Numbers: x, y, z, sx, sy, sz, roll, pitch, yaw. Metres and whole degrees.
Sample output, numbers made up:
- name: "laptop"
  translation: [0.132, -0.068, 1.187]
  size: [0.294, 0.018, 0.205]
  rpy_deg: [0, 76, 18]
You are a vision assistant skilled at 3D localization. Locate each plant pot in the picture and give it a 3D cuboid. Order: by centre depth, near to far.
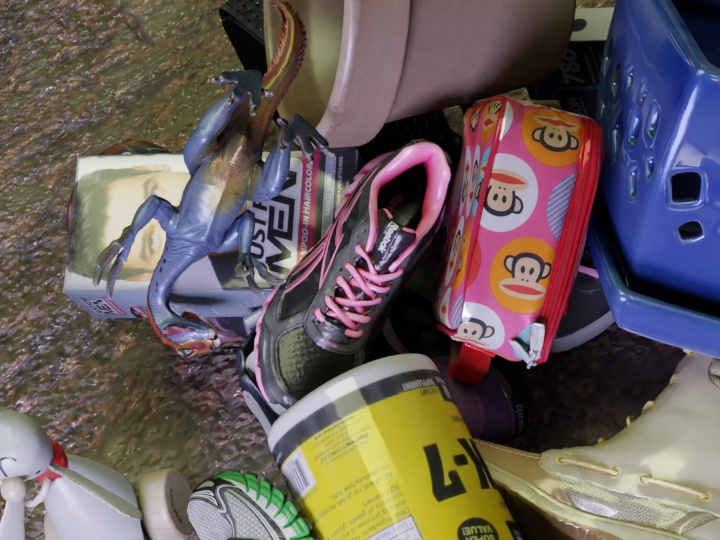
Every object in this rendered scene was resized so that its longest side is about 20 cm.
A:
- name: "plant pot"
  translation: [0.239, -0.053, 1.188]
  size: [0.198, 0.181, 0.200]
  rpy_deg: [14, 26, -11]
- name: "plant pot"
  translation: [0.042, -0.178, 1.284]
  size: [0.173, 0.201, 0.201]
  rpy_deg: [0, 42, -19]

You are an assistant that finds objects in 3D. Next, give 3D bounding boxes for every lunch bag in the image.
- name: "lunch bag"
  translation: [0.089, -0.015, 1.215]
  size: [0.081, 0.200, 0.178]
  rpy_deg: [14, 94, -3]

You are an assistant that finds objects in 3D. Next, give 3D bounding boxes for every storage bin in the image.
- name: "storage bin"
  translation: [-0.005, -0.140, 1.459]
  size: [0.094, 0.136, 0.200]
  rpy_deg: [-38, 46, -12]

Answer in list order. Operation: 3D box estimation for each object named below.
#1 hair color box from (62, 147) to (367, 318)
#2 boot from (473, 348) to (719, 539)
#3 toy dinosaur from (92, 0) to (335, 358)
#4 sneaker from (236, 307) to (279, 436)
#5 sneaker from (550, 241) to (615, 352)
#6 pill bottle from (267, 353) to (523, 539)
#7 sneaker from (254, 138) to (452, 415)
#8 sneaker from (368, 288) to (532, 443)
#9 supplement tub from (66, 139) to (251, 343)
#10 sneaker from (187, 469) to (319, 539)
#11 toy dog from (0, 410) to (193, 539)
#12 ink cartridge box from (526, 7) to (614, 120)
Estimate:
- name: "hair color box"
  translation: [-0.094, -0.024, 1.316]
  size: [0.198, 0.061, 0.100]
  rpy_deg: [-1, 72, 14]
- name: "boot"
  translation: [0.165, 0.108, 1.204]
  size: [0.199, 0.073, 0.156]
  rpy_deg: [16, 59, 33]
- name: "toy dinosaur"
  translation: [-0.082, -0.037, 1.244]
  size: [0.105, 0.182, 0.200]
  rpy_deg: [32, 44, -3]
- name: "sneaker"
  translation: [-0.026, 0.098, 1.260]
  size: [0.079, 0.130, 0.200]
  rpy_deg: [-28, 44, 1]
- name: "sneaker"
  translation: [0.166, -0.042, 1.321]
  size: [0.070, 0.099, 0.200]
  rpy_deg: [25, 65, 36]
- name: "pill bottle"
  translation: [0.035, 0.161, 1.145]
  size: [0.114, 0.114, 0.201]
  rpy_deg: [-27, 73, 0]
- name: "sneaker"
  translation: [0.000, 0.000, 1.208]
  size: [0.079, 0.095, 0.201]
  rpy_deg: [30, 70, -8]
- name: "sneaker"
  translation: [0.051, 0.060, 1.319]
  size: [0.087, 0.076, 0.200]
  rpy_deg: [-5, 33, -19]
- name: "supplement tub"
  translation: [-0.118, -0.015, 1.422]
  size: [0.107, 0.107, 0.199]
  rpy_deg: [-45, 49, -18]
- name: "sneaker"
  translation: [-0.054, 0.196, 1.119]
  size: [0.085, 0.078, 0.200]
  rpy_deg: [-19, 49, -20]
- name: "toy dog"
  translation: [-0.184, 0.165, 1.255]
  size: [0.131, 0.199, 0.097]
  rpy_deg: [-30, 57, 32]
- name: "ink cartridge box"
  translation: [0.197, -0.142, 1.396]
  size: [0.199, 0.100, 0.039]
  rpy_deg: [3, 53, 27]
